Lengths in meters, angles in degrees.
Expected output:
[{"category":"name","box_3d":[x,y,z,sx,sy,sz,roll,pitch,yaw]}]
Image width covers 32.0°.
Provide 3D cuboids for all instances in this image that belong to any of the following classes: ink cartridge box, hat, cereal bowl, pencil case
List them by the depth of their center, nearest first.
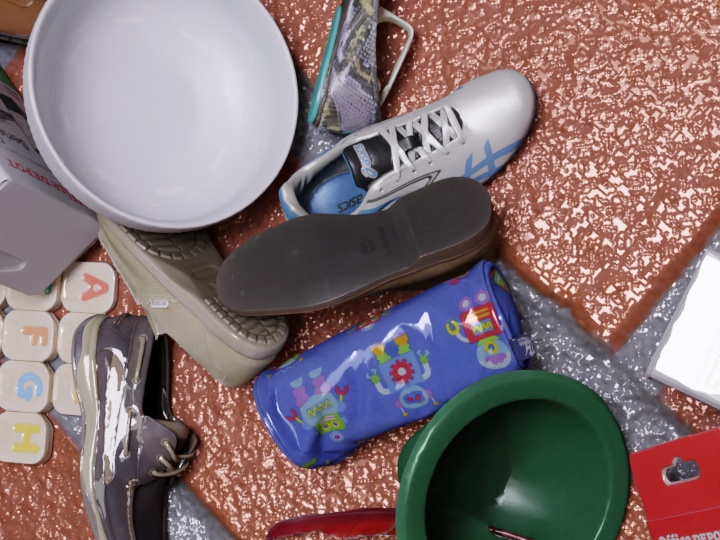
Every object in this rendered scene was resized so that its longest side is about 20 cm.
[{"category":"ink cartridge box","box_3d":[0.281,0.070,0.738,0.198,0.145,0.085,26,93,20]},{"category":"ink cartridge box","box_3d":[0.243,0.191,0.750,0.066,0.116,0.203,-13,79,-22]},{"category":"pencil case","box_3d":[0.026,0.070,0.865,0.198,0.078,0.088,-26,95,15]},{"category":"hat","box_3d":[0.058,0.134,0.874,0.197,0.176,0.168,1,98,-23]},{"category":"cereal bowl","box_3d":[-0.149,-0.124,0.912,0.197,0.083,0.203,3,83,-23]},{"category":"ink cartridge box","box_3d":[-0.298,-0.092,0.948,0.084,0.146,0.201,-40,69,6]}]

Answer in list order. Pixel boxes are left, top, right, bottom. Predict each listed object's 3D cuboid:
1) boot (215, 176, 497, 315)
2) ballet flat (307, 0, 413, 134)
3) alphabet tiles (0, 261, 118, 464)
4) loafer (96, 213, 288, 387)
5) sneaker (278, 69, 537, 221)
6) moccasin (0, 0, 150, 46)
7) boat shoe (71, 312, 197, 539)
[{"category":"boot","box_3d":[0.000,0.000,0.866,0.197,0.076,0.074,-14,60,7]},{"category":"ballet flat","box_3d":[0.008,-0.196,0.910,0.071,0.072,0.203,8,88,20]},{"category":"alphabet tiles","box_3d":[-0.286,0.052,1.009,0.193,0.015,0.203,3,85,19]},{"category":"loafer","box_3d":[-0.135,0.013,0.921,0.200,0.075,0.069,44,125,30]},{"category":"sneaker","box_3d":[0.033,-0.079,0.879,0.198,0.072,0.073,-29,75,13]},{"category":"moccasin","box_3d":[-0.247,-0.214,0.994,0.199,0.073,0.079,13,97,29]},{"category":"boat shoe","box_3d":[-0.163,0.129,0.927,0.072,0.074,0.203,-11,86,14]}]
